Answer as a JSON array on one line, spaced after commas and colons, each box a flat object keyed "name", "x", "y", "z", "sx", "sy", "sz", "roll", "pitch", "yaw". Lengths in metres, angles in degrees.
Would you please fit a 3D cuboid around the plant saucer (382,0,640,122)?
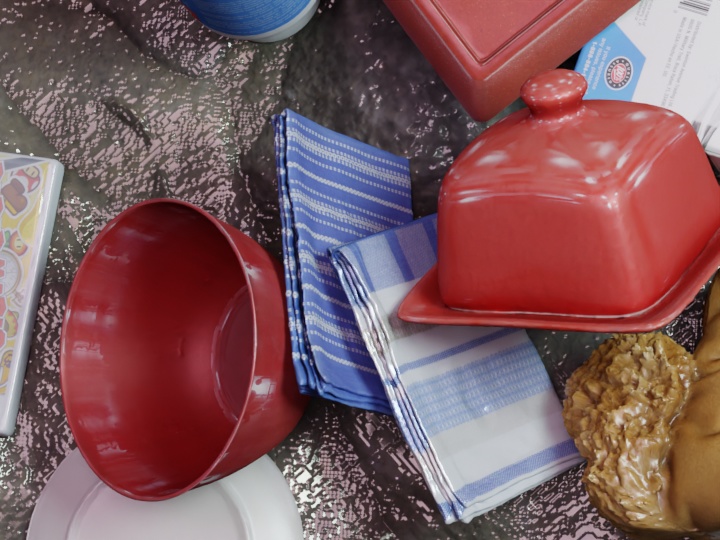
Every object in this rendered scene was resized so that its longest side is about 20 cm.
[{"name": "plant saucer", "x": 0.094, "y": -0.234, "z": 1.597, "sx": 0.200, "sy": 0.037, "sz": 0.200, "roll": -38, "pitch": 88, "yaw": 12}]

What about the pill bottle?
[{"name": "pill bottle", "x": -0.083, "y": -0.222, "z": 1.648, "sx": 0.112, "sy": 0.200, "sz": 0.113, "roll": -2, "pitch": 77, "yaw": 9}]

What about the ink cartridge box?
[{"name": "ink cartridge box", "x": 0.255, "y": -0.138, "z": 1.630, "sx": 0.199, "sy": 0.084, "sz": 0.147, "roll": 19, "pitch": 83, "yaw": 13}]

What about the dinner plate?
[{"name": "dinner plate", "x": -0.138, "y": 0.195, "z": 1.665, "sx": 0.199, "sy": 0.024, "sz": 0.201, "roll": -2, "pitch": 79, "yaw": 11}]

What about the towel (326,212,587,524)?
[{"name": "towel", "x": 0.067, "y": 0.058, "z": 1.596, "sx": 0.024, "sy": 0.147, "sz": 0.201, "roll": -31, "pitch": 80, "yaw": 44}]

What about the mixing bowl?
[{"name": "mixing bowl", "x": -0.100, "y": 0.057, "z": 1.623, "sx": 0.200, "sy": 0.108, "sz": 0.201, "roll": -8, "pitch": 79, "yaw": 44}]

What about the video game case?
[{"name": "video game case", "x": -0.318, "y": 0.007, "z": 1.734, "sx": 0.181, "sy": 0.023, "sz": 0.201, "roll": 8, "pitch": 80, "yaw": 11}]

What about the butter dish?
[{"name": "butter dish", "x": 0.134, "y": -0.057, "z": 1.543, "sx": 0.199, "sy": 0.199, "sz": 0.149, "roll": 3, "pitch": 119, "yaw": 32}]

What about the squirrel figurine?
[{"name": "squirrel figurine", "x": 0.228, "y": 0.080, "z": 1.568, "sx": 0.199, "sy": 0.142, "sz": 0.188, "roll": -2, "pitch": 72, "yaw": 7}]

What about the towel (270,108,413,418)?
[{"name": "towel", "x": 0.000, "y": 0.000, "z": 1.612, "sx": 0.024, "sy": 0.144, "sz": 0.201, "roll": -20, "pitch": 66, "yaw": 34}]
